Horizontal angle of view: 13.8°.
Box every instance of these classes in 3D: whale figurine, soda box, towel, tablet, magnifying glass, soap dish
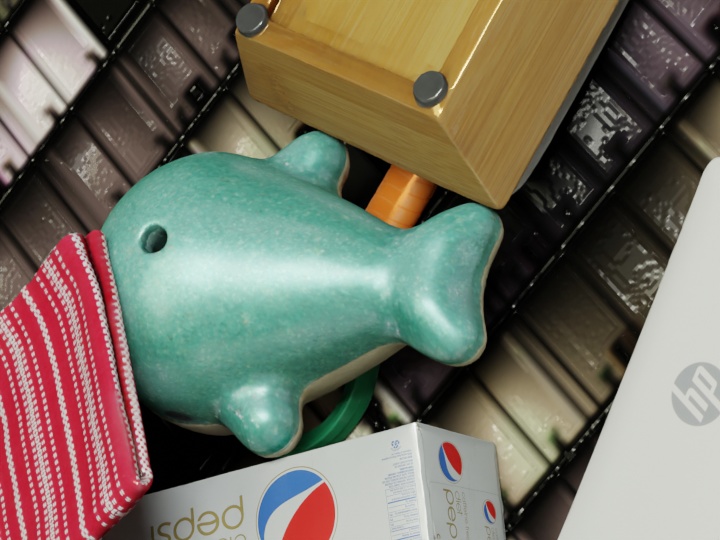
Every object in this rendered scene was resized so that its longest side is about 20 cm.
[{"bbox_3d":[-0.036,0.003,1.342,0.200,0.104,0.159,-2,66,33],"label":"whale figurine"},{"bbox_3d":[-0.034,0.125,1.363,0.200,0.068,0.064,-16,71,32],"label":"soda box"},{"bbox_3d":[-0.168,0.090,1.350,0.200,0.022,0.145,-41,48,35],"label":"towel"},{"bbox_3d":[0.165,0.061,1.267,0.130,0.014,0.200,24,94,38],"label":"tablet"},{"bbox_3d":[0.000,0.000,1.400,0.080,0.022,0.200,38,104,36],"label":"magnifying glass"},{"bbox_3d":[0.044,-0.146,1.342,0.157,0.081,0.200,26,86,37],"label":"soap dish"}]
